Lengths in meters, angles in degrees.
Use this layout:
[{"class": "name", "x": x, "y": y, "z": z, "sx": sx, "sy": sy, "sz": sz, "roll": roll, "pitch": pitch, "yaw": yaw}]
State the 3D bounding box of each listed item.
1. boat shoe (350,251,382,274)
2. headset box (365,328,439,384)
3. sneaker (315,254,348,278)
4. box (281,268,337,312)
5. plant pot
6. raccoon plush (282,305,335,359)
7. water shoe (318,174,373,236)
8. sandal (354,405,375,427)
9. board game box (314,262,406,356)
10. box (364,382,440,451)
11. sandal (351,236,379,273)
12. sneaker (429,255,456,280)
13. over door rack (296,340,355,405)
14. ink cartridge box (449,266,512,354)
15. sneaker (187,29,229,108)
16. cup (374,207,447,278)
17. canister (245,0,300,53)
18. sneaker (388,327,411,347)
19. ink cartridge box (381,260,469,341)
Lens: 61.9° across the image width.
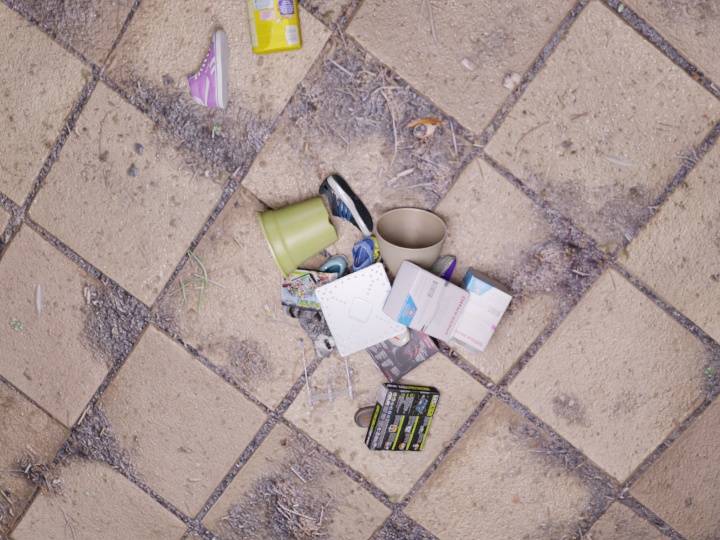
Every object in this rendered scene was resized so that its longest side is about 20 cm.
[{"class": "boat shoe", "x": 0.001, "y": 0.006, "z": 1.726, "sx": 0.072, "sy": 0.074, "sz": 0.202, "roll": 33, "pitch": 97, "yaw": 4}, {"class": "headset box", "x": 0.127, "y": 0.210, "z": 1.757, "sx": 0.198, "sy": 0.075, "sz": 0.150, "roll": -37, "pitch": 96, "yaw": 12}, {"class": "sneaker", "x": -0.119, "y": 0.031, "z": 1.738, "sx": 0.074, "sy": 0.082, "sz": 0.200, "roll": 42, "pitch": 103, "yaw": -4}, {"class": "box", "x": -0.147, "y": 0.054, "z": 1.708, "sx": 0.197, "sy": 0.034, "sz": 0.113, "roll": 5, "pitch": 97, "yaw": 40}, {"class": "plant pot", "x": -0.164, "y": -0.108, "z": 1.669, "sx": 0.181, "sy": 0.200, "sz": 0.204, "roll": -23, "pitch": 100, "yaw": -1}, {"class": "raccoon plush", "x": -0.143, "y": 0.180, "z": 1.751, "sx": 0.197, "sy": 0.095, "sz": 0.138, "roll": 7, "pitch": 94, "yaw": 47}, {"class": "water shoe", "x": -0.039, "y": -0.175, "z": 1.703, "sx": 0.078, "sy": 0.071, "sz": 0.202, "roll": -34, "pitch": 91, "yaw": 30}, {"class": "sandal", "x": 0.074, "y": 0.433, "z": 1.819, "sx": 0.195, "sy": 0.055, "sz": 0.084, "roll": -16, "pitch": 101, "yaw": 4}, {"class": "board game box", "x": 0.001, "y": 0.104, "z": 1.620, "sx": 0.196, "sy": 0.026, "sz": 0.204, "roll": -21, "pitch": 100, "yaw": 6}, {"class": "box", "x": 0.124, "y": 0.438, "z": 1.780, "sx": 0.189, "sy": 0.047, "sz": 0.205, "roll": 8, "pitch": 106, "yaw": -29}, {"class": "sandal", "x": 0.000, "y": 0.000, "z": 1.651, "sx": 0.078, "sy": 0.087, "sz": 0.206, "roll": 3, "pitch": 83, "yaw": 23}, {"class": "sneaker", "x": 0.216, "y": 0.053, "z": 1.716, "sx": 0.201, "sy": 0.069, "sz": 0.100, "roll": -51, "pitch": 123, "yaw": -9}, {"class": "over door rack", "x": -0.100, "y": 0.294, "z": 1.803, "sx": 0.144, "sy": 0.067, "sz": 0.206, "roll": -9, "pitch": 96, "yaw": 8}, {"class": "ink cartridge box", "x": 0.319, "y": 0.118, "z": 1.694, "sx": 0.126, "sy": 0.125, "sz": 0.203, "roll": 26, "pitch": 103, "yaw": -1}, {"class": "sneaker", "x": -0.423, "y": -0.555, "z": 1.647, "sx": 0.111, "sy": 0.073, "sz": 0.206, "roll": 8, "pitch": 103, "yaw": 7}, {"class": "cup", "x": 0.135, "y": -0.058, "z": 1.657, "sx": 0.195, "sy": 0.202, "sz": 0.146, "roll": 4, "pitch": 127, "yaw": 4}, {"class": "canister", "x": -0.233, "y": -0.689, "z": 1.593, "sx": 0.144, "sy": 0.087, "sz": 0.206, "roll": -5, "pitch": 103, "yaw": 6}, {"class": "sneaker", "x": 0.067, "y": 0.125, "z": 1.680, "sx": 0.070, "sy": 0.093, "sz": 0.202, "roll": -37, "pitch": 57, "yaw": 11}, {"class": "ink cartridge box", "x": 0.174, "y": 0.083, "z": 1.581, "sx": 0.197, "sy": 0.085, "sz": 0.149, "roll": 23, "pitch": 93, "yaw": -37}]
